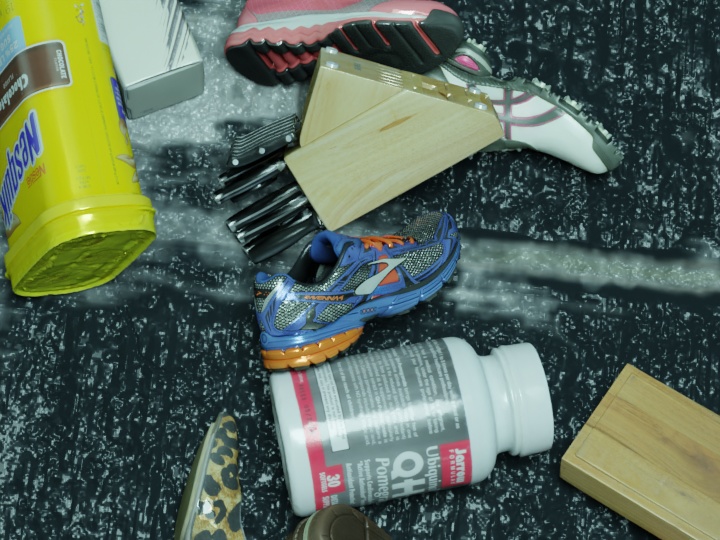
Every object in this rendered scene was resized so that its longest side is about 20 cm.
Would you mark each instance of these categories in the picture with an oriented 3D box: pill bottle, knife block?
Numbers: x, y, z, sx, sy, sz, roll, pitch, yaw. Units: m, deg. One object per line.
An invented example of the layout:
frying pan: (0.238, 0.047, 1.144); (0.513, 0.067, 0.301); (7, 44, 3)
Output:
pill bottle: (0.037, 0.111, 1.174); (0.198, 0.111, 0.112); (-10, 79, -5)
knife block: (-0.008, -0.070, 1.208); (0.198, 0.064, 0.177); (14, 110, -6)

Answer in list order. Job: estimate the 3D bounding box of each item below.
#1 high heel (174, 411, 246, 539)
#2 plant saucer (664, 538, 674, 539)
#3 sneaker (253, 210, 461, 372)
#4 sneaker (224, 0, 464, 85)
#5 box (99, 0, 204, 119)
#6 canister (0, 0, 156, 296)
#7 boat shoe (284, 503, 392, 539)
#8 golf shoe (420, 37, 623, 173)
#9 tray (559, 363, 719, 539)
high heel: (-0.067, 0.213, 1.175); (0.141, 0.071, 0.202); (11, 76, -12)
plant saucer: (0.246, 0.302, 1.178); (0.198, 0.051, 0.203); (1, 78, -3)
sneaker: (0.000, 0.000, 1.183); (0.199, 0.075, 0.079); (-33, 111, -36)
sneaker: (-0.013, -0.202, 1.233); (0.198, 0.074, 0.088); (0, 63, 24)
box: (-0.188, -0.230, 1.249); (0.068, 0.082, 0.202); (-21, 81, -9)
canister: (-0.227, -0.099, 1.185); (0.086, 0.148, 0.202); (-6, 75, -31)
boat shoe: (0.023, 0.250, 1.164); (0.202, 0.075, 0.075); (47, 42, -13)
golf shoe: (0.112, -0.119, 1.258); (0.199, 0.077, 0.089); (31, 93, 9)
tray: (0.258, 0.160, 1.177); (0.199, 0.037, 0.099); (30, 65, 20)
